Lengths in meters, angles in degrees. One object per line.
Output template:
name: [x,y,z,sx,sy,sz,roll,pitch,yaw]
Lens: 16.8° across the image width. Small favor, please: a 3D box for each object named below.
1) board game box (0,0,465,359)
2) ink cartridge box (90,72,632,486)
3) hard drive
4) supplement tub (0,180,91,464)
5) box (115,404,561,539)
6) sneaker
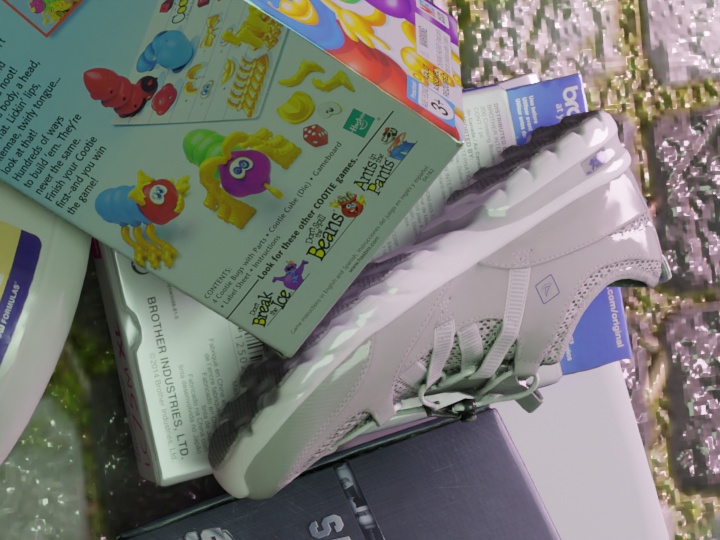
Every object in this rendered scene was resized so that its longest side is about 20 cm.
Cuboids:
board game box: [-0.075,-0.081,0.818,0.199,0.103,0.105,33,115,-17]
ink cartridge box: [0.000,0.000,0.937,0.199,0.042,0.120,-13,95,-15]
hard drive: [0.038,0.035,0.984,0.131,0.027,0.201,-18,96,-17]
supplement tub: [-0.207,-0.013,0.831,0.199,0.145,0.146,24,83,-24]
box: [0.016,0.164,0.889,0.157,0.051,0.201,-17,62,-13]
sneaker: [0.035,0.026,0.888,0.200,0.075,0.082,-37,99,-14]
